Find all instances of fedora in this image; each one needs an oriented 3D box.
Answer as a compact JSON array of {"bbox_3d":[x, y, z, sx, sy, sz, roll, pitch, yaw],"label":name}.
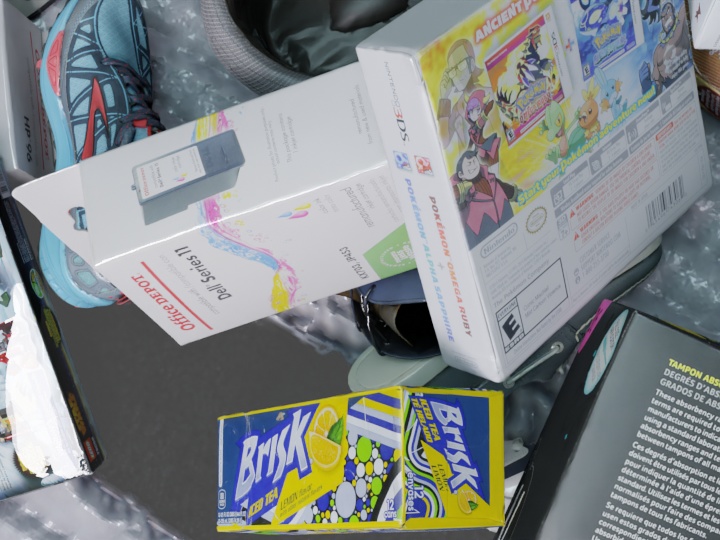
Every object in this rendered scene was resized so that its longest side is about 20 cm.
[{"bbox_3d":[0.011,-0.166,0.821,0.200,0.090,0.177,-42,75,1],"label":"fedora"}]

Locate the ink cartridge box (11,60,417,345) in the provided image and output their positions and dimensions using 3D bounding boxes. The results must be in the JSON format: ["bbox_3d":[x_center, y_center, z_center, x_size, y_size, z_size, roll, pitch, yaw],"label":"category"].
[{"bbox_3d":[-0.068,-0.024,0.772,0.200,0.117,0.067,-18,62,10],"label":"ink cartridge box"}]

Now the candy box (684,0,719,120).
[{"bbox_3d":[0.184,-0.187,0.867,0.200,0.055,0.115,41,90,15],"label":"candy box"}]

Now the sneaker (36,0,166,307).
[{"bbox_3d":[-0.137,-0.078,0.890,0.095,0.079,0.200,-2,87,41],"label":"sneaker"}]

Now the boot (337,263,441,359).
[{"bbox_3d":[0.000,0.000,0.833,0.200,0.075,0.097,-7,38,14],"label":"boot"}]

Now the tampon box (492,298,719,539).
[{"bbox_3d":[0.137,0.128,0.697,0.126,0.150,0.200,24,92,3],"label":"tampon box"}]

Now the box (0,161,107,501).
[{"bbox_3d":[-0.252,0.045,0.889,0.137,0.040,0.200,-18,97,9],"label":"box"}]

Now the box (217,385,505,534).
[{"bbox_3d":[-0.006,0.105,0.784,0.064,0.200,0.070,6,77,-31],"label":"box"}]

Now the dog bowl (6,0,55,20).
[{"bbox_3d":[-0.272,-0.256,0.967,0.200,0.074,0.201,-2,78,12],"label":"dog bowl"}]

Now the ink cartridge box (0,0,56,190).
[{"bbox_3d":[-0.264,-0.100,0.938,0.200,0.068,0.116,-10,79,9],"label":"ink cartridge box"}]

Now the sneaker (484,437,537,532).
[{"bbox_3d":[0.127,0.096,0.814,0.199,0.079,0.130,21,83,15],"label":"sneaker"}]

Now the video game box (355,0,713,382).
[{"bbox_3d":[0.097,-0.074,0.741,0.047,0.182,0.200,18,44,41],"label":"video game box"}]

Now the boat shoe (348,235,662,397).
[{"bbox_3d":[0.091,0.036,0.853,0.200,0.073,0.062,-31,118,-2],"label":"boat shoe"}]

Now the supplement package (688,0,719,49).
[{"bbox_3d":[0.279,-0.227,0.761,0.200,0.147,0.192,2,62,-4],"label":"supplement package"}]
